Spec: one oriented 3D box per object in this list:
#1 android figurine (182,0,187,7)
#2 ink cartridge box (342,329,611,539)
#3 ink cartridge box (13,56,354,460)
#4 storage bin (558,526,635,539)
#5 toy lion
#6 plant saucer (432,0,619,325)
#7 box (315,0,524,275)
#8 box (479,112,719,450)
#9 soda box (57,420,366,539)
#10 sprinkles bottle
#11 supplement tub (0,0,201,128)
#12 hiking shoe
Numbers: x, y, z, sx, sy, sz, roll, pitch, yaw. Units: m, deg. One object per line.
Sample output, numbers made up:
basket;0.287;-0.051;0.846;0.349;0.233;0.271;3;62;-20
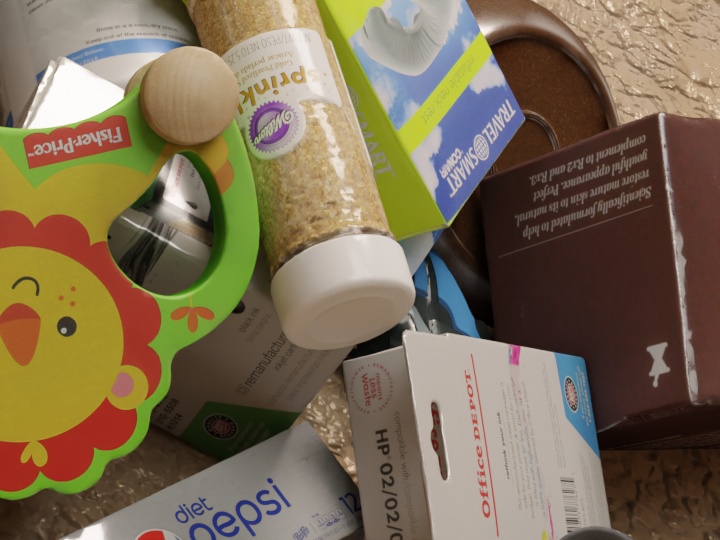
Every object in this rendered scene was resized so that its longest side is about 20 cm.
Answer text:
android figurine;-0.067;-0.157;1.433;0.201;0.041;0.183;57;14;-31
ink cartridge box;0.054;0.099;1.329;0.200;0.067;0.116;13;66;-58
ink cartridge box;-0.107;0.000;1.332;0.199;0.146;0.085;27;49;-9
storage bin;0.157;0.236;1.318;0.200;0.146;0.134;47;15;14
toy lion;-0.141;0.006;1.213;0.199;0.069;0.193;-14;93;-16
plant saucer;0.090;-0.067;1.532;0.199;0.032;0.202;-2;93;-38
box;0.020;-0.113;1.409;0.201;0.047;0.122;61;39;-20
box;0.200;0.013;1.476;0.199;0.165;0.166;3;77;-36
soda box;-0.085;0.147;1.273;0.199;0.064;0.068;-24;69;-45
sprinkles bottle;-0.032;-0.062;1.273;0.068;0.068;0.201;1;58;-33
supplement tub;-0.148;-0.135;1.445;0.131;0.132;0.201;7;49;-29
hiking shoe;0.000;0.000;1.449;0.201;0.074;0.087;55;34;-13
